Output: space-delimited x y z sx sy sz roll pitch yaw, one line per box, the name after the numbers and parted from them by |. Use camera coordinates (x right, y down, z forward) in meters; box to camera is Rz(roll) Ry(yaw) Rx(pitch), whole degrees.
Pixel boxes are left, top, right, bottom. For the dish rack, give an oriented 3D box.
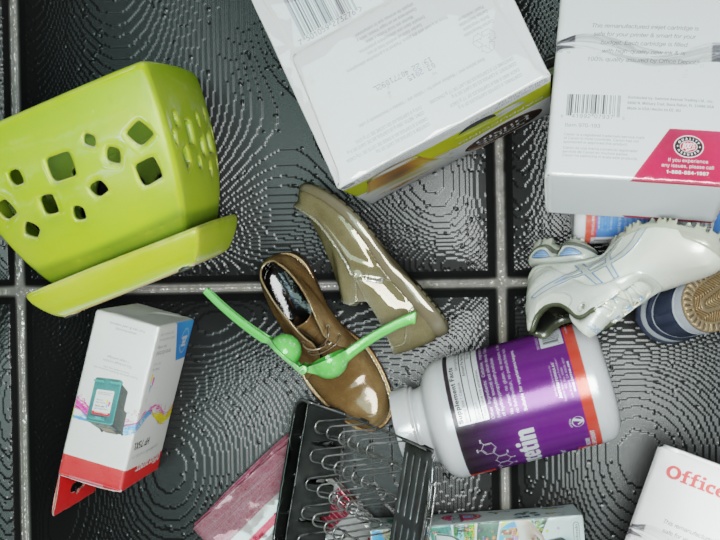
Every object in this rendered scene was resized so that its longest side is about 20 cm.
-0.005 0.208 1.007 0.054 0.200 0.154 8 92 -31 | dish rack

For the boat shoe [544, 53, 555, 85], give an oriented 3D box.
0.262 -0.217 1.040 0.199 0.073 0.065 -14 78 5 | boat shoe

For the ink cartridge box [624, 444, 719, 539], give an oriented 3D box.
0.308 0.276 0.997 0.145 0.084 0.201 19 87 28 | ink cartridge box

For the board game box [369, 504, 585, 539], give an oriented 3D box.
0.112 0.305 1.056 0.199 0.064 0.149 -5 89 1 | board game box

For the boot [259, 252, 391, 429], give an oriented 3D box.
-0.039 0.073 1.081 0.073 0.075 0.200 -34 88 5 | boot

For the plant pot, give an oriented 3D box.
-0.229 -0.071 1.049 0.198 0.200 0.182 -21 94 7 | plant pot

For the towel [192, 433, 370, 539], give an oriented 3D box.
-0.052 0.280 1.112 0.144 0.023 0.200 -45 85 7 | towel

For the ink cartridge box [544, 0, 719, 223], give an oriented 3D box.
0.234 -0.151 0.940 0.144 0.083 0.201 4 71 12 | ink cartridge box

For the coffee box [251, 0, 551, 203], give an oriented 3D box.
0.041 -0.197 1.001 0.199 0.198 0.201 -26 85 8 | coffee box

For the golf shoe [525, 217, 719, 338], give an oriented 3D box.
0.225 0.017 0.962 0.078 0.200 0.098 35 61 -29 | golf shoe

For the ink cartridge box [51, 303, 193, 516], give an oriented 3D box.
-0.230 0.139 1.088 0.067 0.116 0.201 14 93 7 | ink cartridge box

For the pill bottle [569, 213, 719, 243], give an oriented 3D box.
0.290 -0.083 1.012 0.199 0.112 0.113 -3 90 8 | pill bottle

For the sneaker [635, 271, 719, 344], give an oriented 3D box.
0.345 0.012 1.034 0.199 0.108 0.070 -19 85 -22 | sneaker

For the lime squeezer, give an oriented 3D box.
-0.051 0.063 1.030 0.199 0.038 0.071 7 112 6 | lime squeezer

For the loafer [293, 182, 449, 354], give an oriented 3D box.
0.000 0.000 1.073 0.067 0.076 0.200 -43 85 0 | loafer

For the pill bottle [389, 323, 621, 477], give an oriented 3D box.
0.133 0.125 1.037 0.199 0.112 0.113 -16 88 9 | pill bottle
